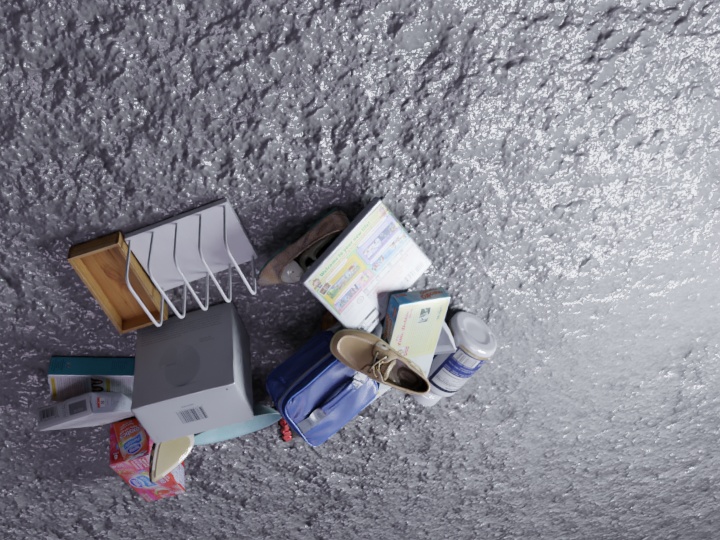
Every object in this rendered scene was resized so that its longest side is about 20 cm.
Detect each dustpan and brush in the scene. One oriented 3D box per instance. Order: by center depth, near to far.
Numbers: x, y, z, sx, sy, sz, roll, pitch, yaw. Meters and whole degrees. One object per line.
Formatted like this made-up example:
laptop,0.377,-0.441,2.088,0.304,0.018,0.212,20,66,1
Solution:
dustpan and brush,0.097,0.083,1.604,0.138,0.057,0.203,-10,102,33

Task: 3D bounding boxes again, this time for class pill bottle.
pill bottle,0.181,0.189,1.691,0.110,0.112,0.201,21,125,-26

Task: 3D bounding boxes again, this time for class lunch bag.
lunch bag,-0.063,0.220,1.537,0.199,0.132,0.137,-40,122,-9

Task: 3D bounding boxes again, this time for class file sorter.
file sorter,-0.294,-0.007,1.423,0.197,0.126,0.140,-18,132,7

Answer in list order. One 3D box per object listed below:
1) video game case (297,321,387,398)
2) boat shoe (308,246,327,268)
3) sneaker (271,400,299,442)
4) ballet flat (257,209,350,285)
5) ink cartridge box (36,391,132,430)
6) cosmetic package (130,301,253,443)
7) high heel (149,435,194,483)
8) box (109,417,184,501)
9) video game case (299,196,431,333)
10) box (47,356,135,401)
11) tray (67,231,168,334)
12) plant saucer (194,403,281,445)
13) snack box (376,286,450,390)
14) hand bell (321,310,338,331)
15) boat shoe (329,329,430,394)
video game case,-0.016,0.190,1.645,0.181,0.023,0.202,-35,122,-13
boat shoe,0.000,0.000,1.515,0.197,0.073,0.063,17,105,-17
sneaker,-0.141,0.290,1.751,0.096,0.072,0.202,-9,134,-2
ballet flat,-0.095,-0.026,1.440,0.199,0.067,0.068,-41,153,3
ink cartridge box,-0.518,0.277,1.642,0.160,0.051,0.199,-19,168,28
cosmetic package,-0.314,0.191,1.543,0.196,0.202,0.124,-14,137,3
high heel,-0.380,0.332,1.609,0.071,0.202,0.142,36,146,-20
box,-0.457,0.406,1.761,0.094,0.101,0.201,-15,141,3
video game case,0.013,0.001,1.456,0.200,0.022,0.182,-47,125,-5
box,-0.517,0.218,1.633,0.196,0.050,0.083,3,132,-12
tray,-0.437,0.025,1.486,0.097,0.037,0.202,-16,131,5
plant saucer,-0.259,0.308,1.669,0.198,0.039,0.201,-17,162,-5
snack box,0.092,0.129,1.538,0.114,0.037,0.203,-8,127,-30
hand bell,-0.073,0.156,1.650,0.102,0.105,0.203,8,117,-16
boat shoe,0.039,0.164,1.461,0.198,0.064,0.072,25,91,-15
